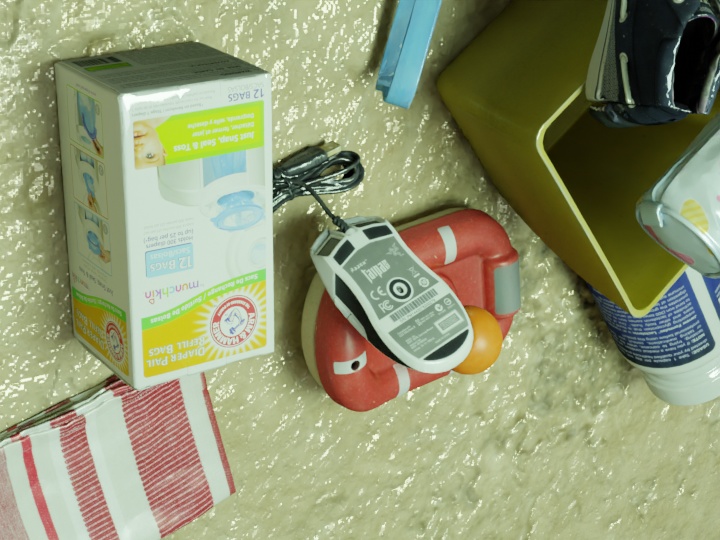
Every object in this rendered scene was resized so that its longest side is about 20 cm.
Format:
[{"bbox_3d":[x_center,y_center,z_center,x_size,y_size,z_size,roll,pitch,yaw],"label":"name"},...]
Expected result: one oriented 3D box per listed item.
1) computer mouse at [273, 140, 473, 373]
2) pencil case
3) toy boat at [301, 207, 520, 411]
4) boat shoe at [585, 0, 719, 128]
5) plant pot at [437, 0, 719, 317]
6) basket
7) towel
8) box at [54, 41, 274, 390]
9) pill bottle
[{"bbox_3d":[0.000,0.000,1.102,0.109,0.200,0.044,-29,162,-30],"label":"computer mouse"},{"bbox_3d":[0.282,-0.091,1.090,0.200,0.083,0.091,-52,131,-8],"label":"pencil case"},{"bbox_3d":[0.056,0.040,1.173,0.199,0.130,0.131,-21,119,-29],"label":"toy boat"},{"bbox_3d":[0.207,-0.190,0.998,0.074,0.093,0.202,4,96,-26],"label":"boat shoe"},{"bbox_3d":[0.178,-0.122,1.169,0.200,0.176,0.200,-46,129,-12],"label":"plant pot"},{"bbox_3d":[0.048,-0.211,1.032,0.138,0.176,0.201,19,100,-7],"label":"basket"},{"bbox_3d":[-0.187,0.154,1.110,0.199,0.023,0.145,-27,123,-26],"label":"towel"},{"bbox_3d":[-0.128,-0.039,1.023,0.112,0.101,0.202,-13,115,-32],"label":"box"},{"bbox_3d":[0.262,0.018,1.327,0.116,0.116,0.201,-42,127,-15],"label":"pill bottle"}]
